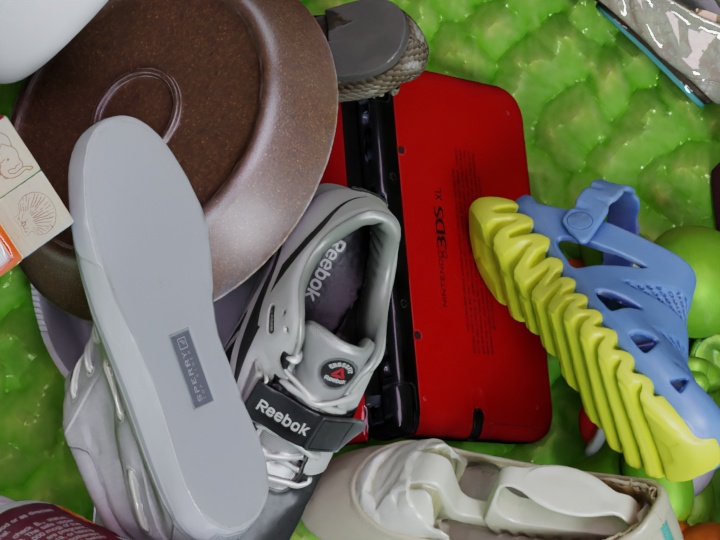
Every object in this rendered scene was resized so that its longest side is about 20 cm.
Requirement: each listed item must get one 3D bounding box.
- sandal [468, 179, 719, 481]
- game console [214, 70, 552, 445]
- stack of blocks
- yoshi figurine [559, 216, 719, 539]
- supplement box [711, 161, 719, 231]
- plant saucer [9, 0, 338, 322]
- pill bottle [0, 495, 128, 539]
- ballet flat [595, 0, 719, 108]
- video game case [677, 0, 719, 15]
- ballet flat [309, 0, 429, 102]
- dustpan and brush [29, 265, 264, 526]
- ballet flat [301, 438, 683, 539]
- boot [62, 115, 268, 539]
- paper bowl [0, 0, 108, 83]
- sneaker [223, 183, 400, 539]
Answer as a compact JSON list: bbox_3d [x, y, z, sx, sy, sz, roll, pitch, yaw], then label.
[{"bbox_3d":[0.129,0.018,0.940,0.087,0.080,0.200,-24,49,-10],"label":"sandal"},{"bbox_3d":[0.000,0.000,1.039,0.171,0.118,0.202,7,73,-40],"label":"game console"},{"bbox_3d":[-0.224,-0.022,0.909,0.115,0.200,0.059,-38,110,-17],"label":"stack of blocks"},{"bbox_3d":[0.173,0.059,1.013,0.111,0.112,0.202,-4,73,-27],"label":"yoshi figurine"},{"bbox_3d":[0.309,-0.032,1.041,0.198,0.131,0.104,-3,75,-11],"label":"supplement box"},{"bbox_3d":[-0.107,-0.071,0.968,0.199,0.034,0.202,-11,65,23],"label":"plant saucer"},{"bbox_3d":[-0.134,0.173,0.876,0.199,0.114,0.115,19,68,38],"label":"pill bottle"},{"bbox_3d":[0.144,-0.174,1.080,0.200,0.067,0.062,39,106,-6],"label":"ballet flat"},{"bbox_3d":[0.226,-0.258,1.140,0.200,0.024,0.182,-40,85,-16],"label":"video game case"},{"bbox_3d":[-0.052,-0.109,1.006,0.198,0.046,0.068,-2,70,29],"label":"ballet flat"},{"bbox_3d":[-0.111,0.046,0.976,0.138,0.057,0.202,4,86,12],"label":"dustpan and brush"},{"bbox_3d":[0.058,0.111,0.929,0.198,0.069,0.070,7,73,18],"label":"ballet flat"},{"bbox_3d":[-0.113,0.035,0.900,0.073,0.095,0.202,-13,87,-46],"label":"boot"},{"bbox_3d":[-0.169,-0.175,0.962,0.104,0.200,0.201,42,72,-17],"label":"paper bowl"},{"bbox_3d":[-0.033,0.054,0.923,0.074,0.088,0.202,18,88,-18],"label":"sneaker"}]
